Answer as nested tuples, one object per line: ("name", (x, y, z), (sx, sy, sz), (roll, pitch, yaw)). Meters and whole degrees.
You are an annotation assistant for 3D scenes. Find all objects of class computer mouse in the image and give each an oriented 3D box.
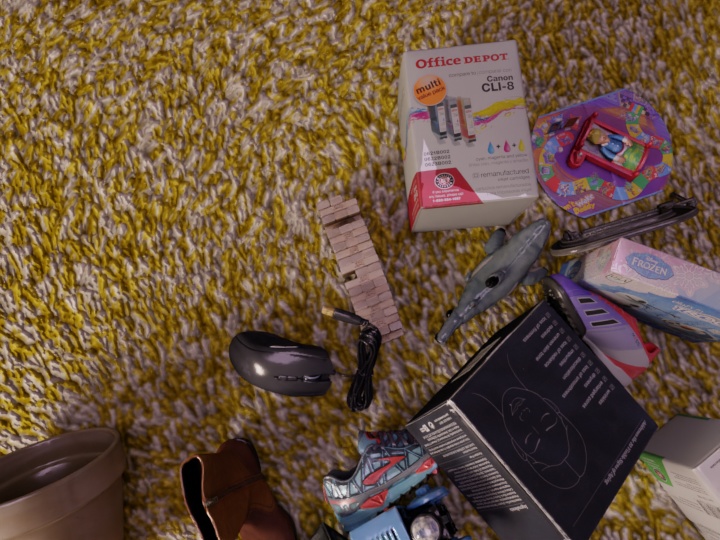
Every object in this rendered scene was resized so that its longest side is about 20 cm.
("computer mouse", (-0.072, 0.105, 0.751), (0.199, 0.046, 0.141), (17, 114, 4))

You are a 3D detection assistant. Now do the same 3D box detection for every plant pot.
("plant pot", (-0.358, 0.306, 0.700), (0.199, 0.200, 0.175), (-15, 98, -2))

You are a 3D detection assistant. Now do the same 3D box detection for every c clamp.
("c clamp", (0.336, -0.055, 0.765), (0.199, 0.171, 0.027), (-18, 97, 10))

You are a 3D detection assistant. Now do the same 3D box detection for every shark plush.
("shark plush", (0.162, 0.009, 0.776), (0.199, 0.083, 0.091), (-34, 83, -4))

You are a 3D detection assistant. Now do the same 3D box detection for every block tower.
("block tower", (0.000, 0.000, 0.793), (0.054, 0.058, 0.201), (-20, 83, -2))

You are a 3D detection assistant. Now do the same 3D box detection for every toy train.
("toy train", (0.060, 0.301, 0.678), (0.114, 0.200, 0.087), (-27, 67, 0))

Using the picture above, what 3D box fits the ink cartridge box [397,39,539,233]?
("ink cartridge box", (0.129, -0.165, 0.772), (0.144, 0.145, 0.201), (-6, 81, 0))

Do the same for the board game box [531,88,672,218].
("board game box", (0.338, -0.167, 0.822), (0.199, 0.039, 0.159), (-18, 82, -2))

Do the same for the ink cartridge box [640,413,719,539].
("ink cartridge box", (0.446, 0.278, 0.703), (0.084, 0.146, 0.200), (-37, 84, -6))

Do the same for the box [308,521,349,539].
("box", (-0.036, 0.431, 0.690), (0.164, 0.086, 0.200), (39, 84, -15))

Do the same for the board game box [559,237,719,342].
("board game box", (0.358, 0.031, 0.713), (0.199, 0.199, 0.044), (21, 82, 4))

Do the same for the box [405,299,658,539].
("box", (0.198, 0.180, 0.696), (0.200, 0.124, 0.197), (-37, 80, -32))

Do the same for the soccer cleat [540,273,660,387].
("soccer cleat", (0.296, 0.062, 0.741), (0.073, 0.068, 0.200), (-41, 113, 7))

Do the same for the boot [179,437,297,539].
("boot", (-0.128, 0.285, 0.679), (0.068, 0.200, 0.189), (-17, 82, -2))

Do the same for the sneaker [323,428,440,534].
("sneaker", (0.038, 0.232, 0.748), (0.200, 0.079, 0.096), (-37, 81, -5))
